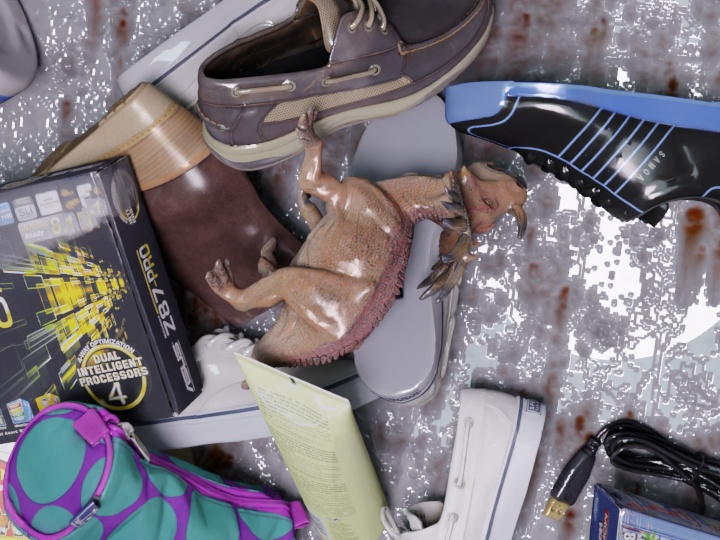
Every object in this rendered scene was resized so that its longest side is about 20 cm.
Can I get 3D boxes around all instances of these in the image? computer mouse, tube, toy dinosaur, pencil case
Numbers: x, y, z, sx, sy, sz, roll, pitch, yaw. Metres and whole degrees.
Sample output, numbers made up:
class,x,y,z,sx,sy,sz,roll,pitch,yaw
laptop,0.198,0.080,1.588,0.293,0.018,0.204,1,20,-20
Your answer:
class,x,y,z,sx,sy,sz,roll,pitch,yaw
computer mouse,0.173,0.199,0.925,0.140,0.046,0.201,26,103,7
tube,-0.021,0.112,0.886,0.058,0.200,0.052,-16,56,2
toy dinosaur,0.000,0.000,0.841,0.135,0.086,0.201,33,91,16
pencil case,-0.125,0.152,0.908,0.092,0.200,0.085,-42,50,12

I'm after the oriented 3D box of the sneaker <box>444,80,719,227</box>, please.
class,x,y,z,sx,sy,sz,roll,pitch,yaw
sneaker,0.145,-0.070,0.877,0.198,0.070,0.079,8,94,7

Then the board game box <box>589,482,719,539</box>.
class,x,y,z,sx,sy,sz,roll,pitch,yaw
board game box,0.235,0.238,0.877,0.198,0.062,0.202,4,96,-6

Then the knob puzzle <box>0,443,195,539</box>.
class,x,y,z,sx,sy,sz,roll,pitch,yaw
knob puzzle,-0.201,0.144,1.007,0.217,0.030,0.222,0,94,-1

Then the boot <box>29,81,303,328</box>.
class,x,y,z,sx,sy,sz,roll,pitch,yaw
boot,-0.140,-0.017,0.951,0.199,0.073,0.167,-30,110,38

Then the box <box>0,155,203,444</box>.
class,x,y,z,sx,sy,sz,roll,pitch,yaw
box,-0.214,0.026,0.916,0.198,0.049,0.163,-10,104,22

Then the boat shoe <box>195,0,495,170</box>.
class,x,y,z,sx,sy,sz,roll,pitch,yaw
boat shoe,-0.008,-0.132,0.862,0.199,0.074,0.075,-31,52,-10

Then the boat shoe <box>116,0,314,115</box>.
class,x,y,z,sx,sy,sz,roll,pitch,yaw
boat shoe,-0.064,-0.145,0.918,0.199,0.072,0.066,-31,95,16

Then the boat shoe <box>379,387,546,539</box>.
class,x,y,z,sx,sy,sz,roll,pitch,yaw
boat shoe,0.053,0.171,0.931,0.085,0.075,0.204,16,98,4

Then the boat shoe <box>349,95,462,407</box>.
class,x,y,z,sx,sy,sz,roll,pitch,yaw
boat shoe,0.034,-0.012,0.914,0.070,0.070,0.202,-4,72,16

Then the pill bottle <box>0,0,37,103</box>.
class,x,y,z,sx,sy,sz,roll,pitch,yaw
pill bottle,-0.325,-0.127,0.956,0.199,0.114,0.114,-25,92,15

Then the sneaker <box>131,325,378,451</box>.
class,x,y,z,sx,sy,sz,roll,pitch,yaw
sneaker,-0.080,0.072,0.947,0.198,0.073,0.071,-11,94,7
